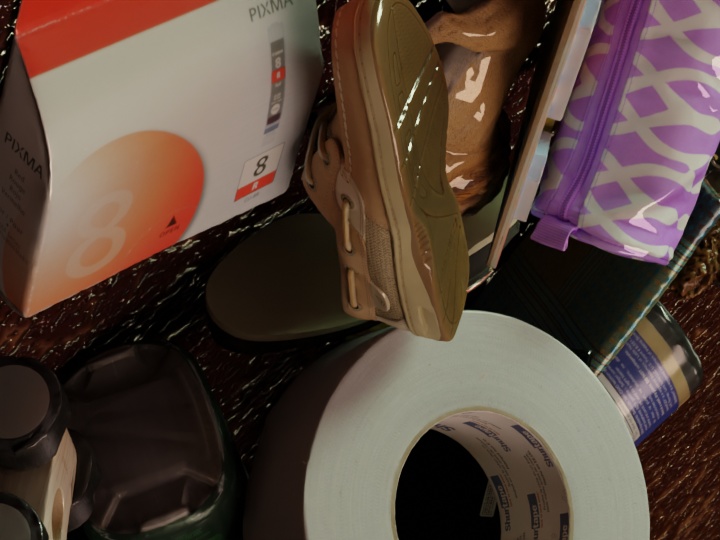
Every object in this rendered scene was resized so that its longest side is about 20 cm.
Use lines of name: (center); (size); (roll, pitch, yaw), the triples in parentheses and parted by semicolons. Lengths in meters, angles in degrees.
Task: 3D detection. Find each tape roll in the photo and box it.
tape roll: (0.044, 0.123, 1.295); (0.200, 0.201, 0.066); (-31, -174, -31)

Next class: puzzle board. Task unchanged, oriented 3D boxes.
puzzle board: (0.103, -0.117, 1.300); (0.201, 0.017, 0.151); (105, 1, -48)

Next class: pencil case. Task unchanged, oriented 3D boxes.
pencil case: (0.148, -0.103, 1.324); (0.085, 0.083, 0.202); (8, 99, -60)

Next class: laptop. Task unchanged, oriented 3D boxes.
laptop: (0.055, 0.142, 1.465); (0.103, 0.199, 0.179); (32, 65, -43)

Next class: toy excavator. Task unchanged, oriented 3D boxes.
toy excavator: (-0.227, 0.138, 1.174); (0.100, 0.198, 0.196); (75, 18, -63)

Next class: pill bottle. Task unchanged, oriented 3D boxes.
pill bottle: (0.106, 0.093, 1.629); (0.200, 0.112, 0.112); (-41, 156, -10)

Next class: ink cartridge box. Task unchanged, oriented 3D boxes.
ink cartridge box: (-0.077, -0.087, 1.114); (0.162, 0.050, 0.201); (-27, 154, -37)

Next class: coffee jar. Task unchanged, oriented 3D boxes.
coffee jar: (-0.096, 0.121, 1.344); (0.085, 0.105, 0.200); (-20, 153, -2)

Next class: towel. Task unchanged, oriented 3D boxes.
towel: (0.125, 0.010, 1.514); (0.022, 0.147, 0.200); (30, 106, -27)

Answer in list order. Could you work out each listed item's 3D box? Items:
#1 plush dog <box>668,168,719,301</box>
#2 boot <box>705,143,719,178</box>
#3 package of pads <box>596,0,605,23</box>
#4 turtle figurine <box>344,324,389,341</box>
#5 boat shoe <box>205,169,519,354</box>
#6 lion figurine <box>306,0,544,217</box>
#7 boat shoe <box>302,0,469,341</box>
plush dog: (0.273, -0.019, 1.666); (0.200, 0.170, 0.162); (-17, 119, -70)
boot: (0.247, -0.068, 1.549); (0.073, 0.154, 0.204); (-9, 137, -54)
package of pads: (0.210, -0.166, 1.432); (0.200, 0.076, 0.121); (-46, 155, -1)
turtle figurine: (-0.025, 0.107, 1.463); (0.162, 0.064, 0.201); (109, -5, -58)
boat shoe: (0.002, 0.002, 1.354); (0.201, 0.074, 0.063); (-25, 153, -36)
lion figurine: (0.047, -0.094, 1.271); (0.122, 0.073, 0.200); (-8, 146, -34)
boat shoe: (0.004, -0.043, 1.194); (0.201, 0.064, 0.072); (79, 25, -43)
